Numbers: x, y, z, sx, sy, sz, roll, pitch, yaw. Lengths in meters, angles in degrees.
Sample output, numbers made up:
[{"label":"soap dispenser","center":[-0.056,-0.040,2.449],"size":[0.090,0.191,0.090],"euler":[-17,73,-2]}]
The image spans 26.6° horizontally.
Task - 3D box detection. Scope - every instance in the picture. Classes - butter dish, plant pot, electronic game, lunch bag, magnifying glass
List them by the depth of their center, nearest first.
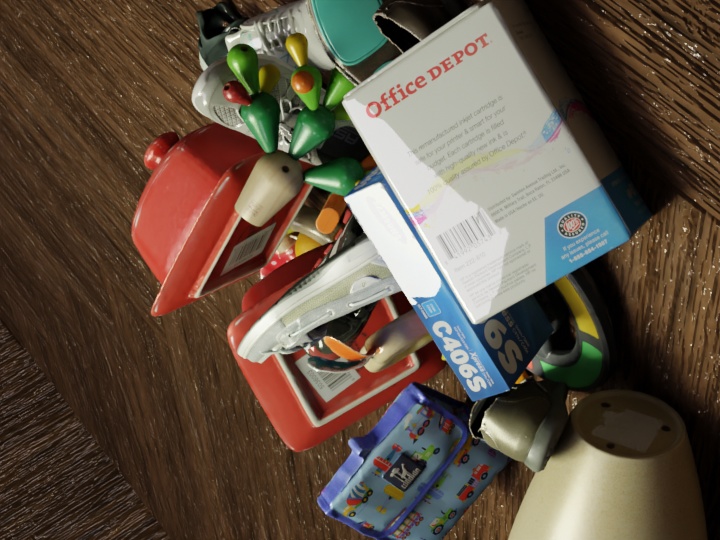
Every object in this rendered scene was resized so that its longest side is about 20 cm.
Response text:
[{"label":"plant pot","center":[0.213,0.207,1.277],"size":[0.187,0.187,0.200],"euler":[39,137,43]},{"label":"electronic game","center":[0.143,0.022,1.316],"size":[0.200,0.042,0.200],"euler":[42,156,23]},{"label":"magnifying glass","center":[-0.022,-0.068,1.458],"size":[0.022,0.080,0.200],"euler":[29,-166,-4]},{"label":"butter dish","center":[-0.152,-0.080,1.507],"size":[0.148,0.200,0.200],"euler":[40,122,15]},{"label":"lunch bag","center":[0.042,0.191,1.531],"size":[0.094,0.151,0.200],"euler":[43,-174,34]},{"label":"butter dish","center":[-0.039,0.050,1.579],"size":[0.148,0.199,0.200],"euler":[52,170,51]}]

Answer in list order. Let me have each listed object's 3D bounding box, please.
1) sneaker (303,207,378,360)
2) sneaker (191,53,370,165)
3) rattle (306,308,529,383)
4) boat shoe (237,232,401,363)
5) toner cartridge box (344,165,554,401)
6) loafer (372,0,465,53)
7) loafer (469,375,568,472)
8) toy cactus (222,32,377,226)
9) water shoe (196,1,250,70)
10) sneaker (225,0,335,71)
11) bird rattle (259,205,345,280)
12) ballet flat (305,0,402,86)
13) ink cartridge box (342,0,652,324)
[{"label":"sneaker","center":[0.000,0.000,1.423],"size":[0.071,0.201,0.098],"euler":[26,-171,-12]},{"label":"sneaker","center":[-0.057,-0.141,1.395],"size":[0.075,0.200,0.082],"euler":[-64,32,21]},{"label":"rattle","center":[0.056,0.098,1.417],"size":[0.130,0.200,0.143],"euler":[-19,93,30]},{"label":"boat shoe","center":[-0.030,0.031,1.369],"size":[0.065,0.202,0.074],"euler":[51,-156,-4]},{"label":"toner cartridge box","center":[0.075,-0.003,1.233],"size":[0.043,0.095,0.200],"euler":[-22,107,40]},{"label":"loafer","center":[0.076,-0.144,1.224],"size":[0.200,0.071,0.073],"euler":[55,159,11]},{"label":"loafer","center":[0.132,0.118,1.287],"size":[0.070,0.075,0.200],"euler":[26,180,3]},{"label":"toy cactus","center":[-0.048,-0.105,1.328],"size":[0.200,0.165,0.102],"euler":[33,-163,-17]},{"label":"water shoe","center":[-0.116,-0.216,1.566],"size":[0.200,0.071,0.079],"euler":[35,147,46]},{"label":"sneaker","center":[-0.065,-0.214,1.422],"size":[0.200,0.080,0.071],"euler":[169,95,-66]},{"label":"bird rattle","center":[-0.063,-0.024,1.674],"size":[0.163,0.113,0.200],"euler":[26,148,26]},{"label":"ballet flat","center":[0.016,-0.176,1.286],"size":[0.200,0.068,0.075],"euler":[56,-178,1]},{"label":"ink cartridge box","center":[0.101,-0.085,1.138],"size":[0.144,0.085,0.200],"euler":[-31,91,27]}]
